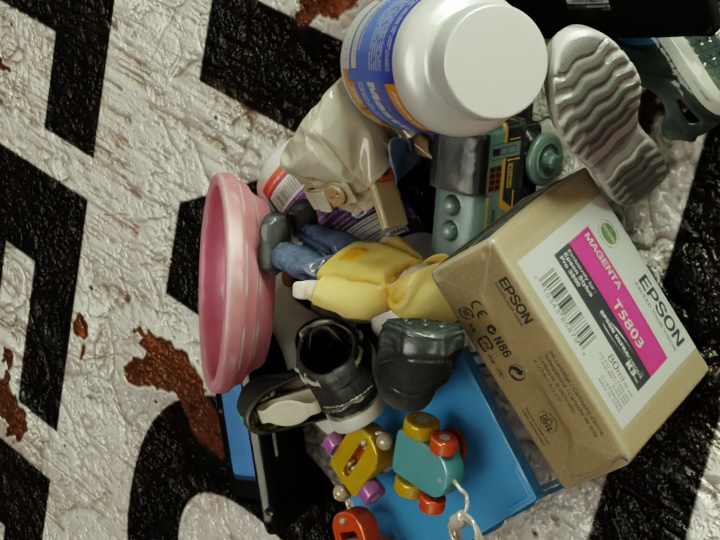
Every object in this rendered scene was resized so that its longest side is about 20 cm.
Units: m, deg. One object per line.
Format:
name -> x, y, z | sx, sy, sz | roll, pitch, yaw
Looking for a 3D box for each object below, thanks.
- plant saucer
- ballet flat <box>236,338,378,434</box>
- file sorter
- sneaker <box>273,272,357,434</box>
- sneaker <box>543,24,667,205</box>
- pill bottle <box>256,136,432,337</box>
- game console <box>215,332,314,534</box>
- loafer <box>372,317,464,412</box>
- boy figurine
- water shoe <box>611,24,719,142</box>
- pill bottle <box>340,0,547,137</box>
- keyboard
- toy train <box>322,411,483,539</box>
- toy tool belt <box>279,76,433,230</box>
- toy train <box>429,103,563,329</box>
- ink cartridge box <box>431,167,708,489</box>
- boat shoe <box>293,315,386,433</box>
plant saucer -> -0.113, 0.011, 1.501 | 0.200, 0.050, 0.203 | -179, 90, -77
ballet flat -> -0.020, 0.115, 1.518 | 0.198, 0.068, 0.068 | -18, 107, 9
file sorter -> 0.095, 0.164, 1.445 | 0.200, 0.122, 0.140 | -40, 70, 41
sneaker -> -0.029, 0.077, 1.581 | 0.201, 0.072, 0.085 | 59, 135, 19
sneaker -> 0.173, -0.126, 1.270 | 0.075, 0.200, 0.082 | -36, 54, -2
pill bottle -> -0.002, -0.032, 1.503 | 0.201, 0.112, 0.113 | 54, 131, 20
game console -> -0.121, 0.155, 1.667 | 0.115, 0.176, 0.202 | -8, 95, 16
loafer -> 0.044, 0.076, 1.289 | 0.201, 0.067, 0.071 | 112, 164, -83
boy figurine -> 0.000, 0.000, 1.364 | 0.199, 0.124, 0.065 | 21, 124, 43
water shoe -> 0.214, -0.190, 1.279 | 0.079, 0.071, 0.201 | -46, 68, 38
pill bottle -> 0.065, -0.160, 1.257 | 0.200, 0.111, 0.113 | -158, 62, -70
keyboard -> 0.174, -0.226, 1.238 | 0.199, 0.040, 0.105 | 5, 136, 33
toy train -> 0.039, 0.195, 1.388 | 0.199, 0.055, 0.151 | -24, 83, 48
toy tool belt -> 0.025, -0.113, 1.427 | 0.123, 0.200, 0.125 | 41, 129, 1
toy train -> 0.106, -0.046, 1.391 | 0.085, 0.113, 0.202 | 20, 113, 40
ink cartridge box -> 0.168, 0.041, 1.284 | 0.075, 0.165, 0.201 | -30, 94, 42
boat shoe -> -0.027, 0.076, 1.450 | 0.061, 0.073, 0.200 | 62, -177, -22
